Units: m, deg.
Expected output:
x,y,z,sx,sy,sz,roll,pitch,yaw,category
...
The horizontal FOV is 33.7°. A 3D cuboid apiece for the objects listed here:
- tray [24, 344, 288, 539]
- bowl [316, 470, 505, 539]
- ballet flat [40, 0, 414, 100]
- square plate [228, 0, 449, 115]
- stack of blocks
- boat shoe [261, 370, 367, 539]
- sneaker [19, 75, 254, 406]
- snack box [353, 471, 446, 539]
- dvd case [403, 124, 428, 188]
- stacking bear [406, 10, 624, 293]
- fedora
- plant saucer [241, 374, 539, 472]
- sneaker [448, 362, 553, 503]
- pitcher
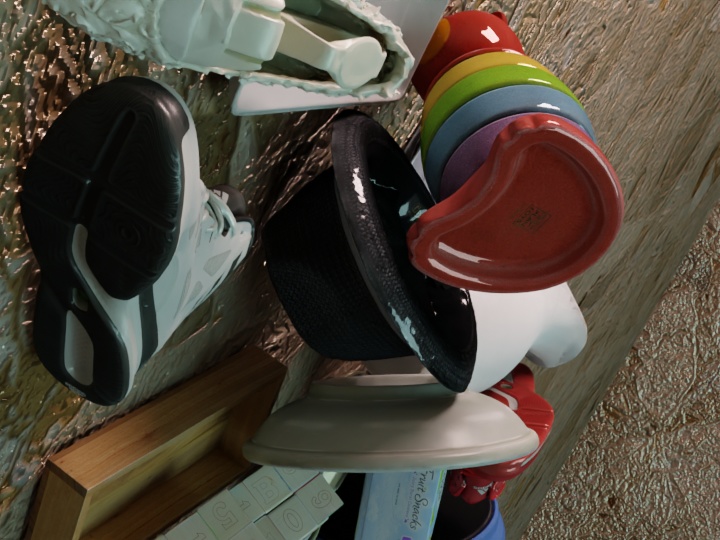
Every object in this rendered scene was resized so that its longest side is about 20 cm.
x,y,z,sx,sy,sz,roll,pitch,yaw,category
-0.130,0.126,0.768,0.200,0.037,0.099,-29,147,-55,tray
0.035,0.235,1.116,0.201,0.200,0.039,-29,123,-54,bowl
-0.041,-0.110,0.512,0.200,0.072,0.072,0,121,-54,ballet flat
0.012,-0.180,0.639,0.198,0.028,0.200,-18,137,-61,square plate
-0.106,0.202,0.825,0.200,0.059,0.115,-31,168,-40,stack of blocks
-0.049,0.163,0.979,0.200,0.075,0.068,-56,163,-36,boat shoe
-0.097,-0.033,0.567,0.115,0.076,0.201,-52,170,-42,sneaker
0.047,0.147,1.042,0.200,0.068,0.169,-61,162,-68,snack box
0.053,-0.065,0.941,0.200,0.016,0.149,-58,161,3,dvd case
0.082,-0.091,0.744,0.114,0.200,0.121,25,123,-31,stacking bear
0.000,0.000,0.753,0.092,0.201,0.201,-22,169,17,fedora
0.020,0.099,0.805,0.200,0.200,0.050,0,88,-68,plant saucer
0.111,0.154,0.971,0.200,0.078,0.116,-55,152,-72,sneaker
0.083,0.011,0.949,0.121,0.172,0.200,-22,171,42,pitcher
